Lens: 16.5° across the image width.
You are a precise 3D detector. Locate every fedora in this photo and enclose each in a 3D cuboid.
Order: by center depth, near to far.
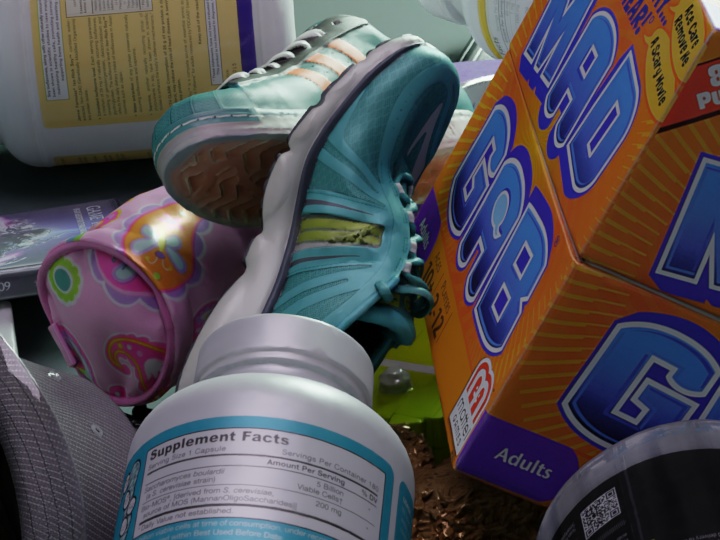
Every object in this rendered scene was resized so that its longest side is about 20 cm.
[{"bbox_3d":[-0.149,0.089,0.987,0.090,0.178,0.200,-4,31,-45],"label":"fedora"}]

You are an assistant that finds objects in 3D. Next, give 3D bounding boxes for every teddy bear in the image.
[{"bbox_3d":[-0.007,0.119,1.017,0.199,0.067,0.145,-14,23,-3],"label":"teddy bear"}]

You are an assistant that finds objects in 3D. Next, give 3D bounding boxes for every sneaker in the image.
[{"bbox_3d":[0.000,0.000,1.029,0.079,0.077,0.201,17,80,35],"label":"sneaker"},{"bbox_3d":[-0.026,-0.071,1.109,0.199,0.071,0.080,-3,59,-50],"label":"sneaker"}]

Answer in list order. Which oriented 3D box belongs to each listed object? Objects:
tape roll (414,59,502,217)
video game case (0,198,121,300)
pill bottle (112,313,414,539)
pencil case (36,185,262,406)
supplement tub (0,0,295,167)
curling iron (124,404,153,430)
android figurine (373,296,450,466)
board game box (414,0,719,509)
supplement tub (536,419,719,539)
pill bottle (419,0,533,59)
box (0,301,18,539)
[{"bbox_3d":[0.110,-0.053,1.260,0.198,0.066,0.200,4,17,-1],"label":"tape roll"},{"bbox_3d":[-0.216,-0.003,1.270,0.198,0.019,0.143,-7,13,-8],"label":"video game case"},{"bbox_3d":[-0.038,0.116,0.898,0.110,0.111,0.201,0,51,9],"label":"pill bottle"},{"bbox_3d":[-0.059,-0.010,1.145,0.087,0.088,0.200,14,29,30],"label":"pencil case"},{"bbox_3d":[-0.136,-0.135,1.404,0.198,0.146,0.146,-4,28,-1],"label":"supplement tub"},{"bbox_3d":[-0.172,0.067,1.083,0.198,0.026,0.050,8,17,-2],"label":"curling iron"},{"bbox_3d":[0.013,0.040,1.173,0.181,0.041,0.200,9,30,24],"label":"android figurine"},{"bbox_3d":[0.158,-0.013,1.005,0.199,0.201,0.200,22,24,-16],"label":"board game box"},{"bbox_3d":[0.129,0.151,0.862,0.122,0.123,0.200,-5,28,0],"label":"supplement tub"},{"bbox_3d":[0.130,-0.167,1.460,0.199,0.113,0.112,21,37,38],"label":"pill bottle"},{"bbox_3d":[-0.223,0.083,1.131,0.143,0.037,0.200,-8,27,-7],"label":"box"}]
